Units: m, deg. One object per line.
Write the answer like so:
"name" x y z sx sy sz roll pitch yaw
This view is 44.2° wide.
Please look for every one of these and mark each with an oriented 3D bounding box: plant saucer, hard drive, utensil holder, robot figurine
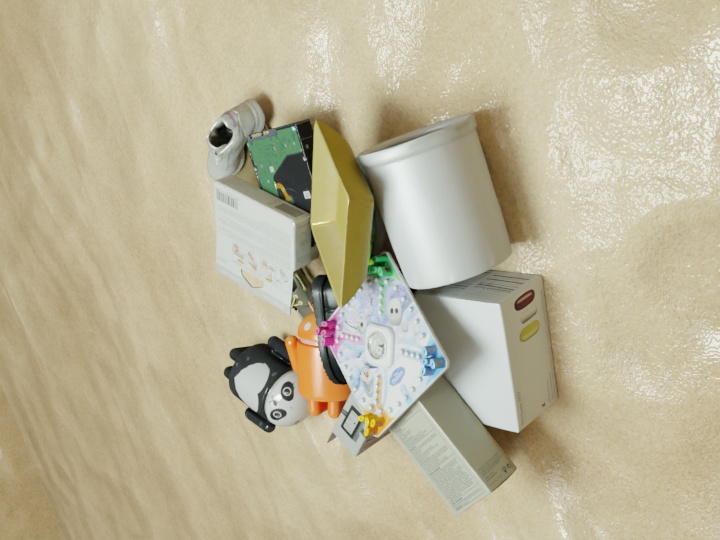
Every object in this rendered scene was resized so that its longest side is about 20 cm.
"plant saucer" -0.026 -0.084 1.265 0.200 0.048 0.200 -111 19 -46
"hard drive" -0.106 -0.135 1.432 0.140 0.038 0.201 -5 108 47
"utensil holder" 0.107 -0.095 1.233 0.170 0.170 0.201 -8 105 48
"robot figurine" -0.176 0.219 1.722 0.200 0.125 0.151 30 148 33
"robot figurine" -0.056 0.154 1.550 0.144 0.116 0.201 16 108 63

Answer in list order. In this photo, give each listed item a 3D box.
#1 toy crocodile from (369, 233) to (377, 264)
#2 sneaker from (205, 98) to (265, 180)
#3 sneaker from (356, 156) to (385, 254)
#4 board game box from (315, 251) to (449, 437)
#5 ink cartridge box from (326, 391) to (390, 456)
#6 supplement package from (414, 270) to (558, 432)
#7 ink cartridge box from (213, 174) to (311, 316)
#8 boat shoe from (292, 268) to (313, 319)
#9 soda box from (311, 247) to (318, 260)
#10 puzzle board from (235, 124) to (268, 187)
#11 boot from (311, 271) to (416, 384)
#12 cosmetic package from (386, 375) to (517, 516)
"toy crocodile" 0.000 0.000 1.442 0.067 0.062 0.200 13 142 9
"sneaker" -0.243 -0.223 1.554 0.075 0.100 0.200 51 140 10
"sneaker" -0.009 -0.094 1.416 0.074 0.082 0.200 28 131 35
"board game box" 0.023 0.109 1.284 0.200 0.026 0.200 -52 55 39
"ink cartridge box" 0.026 0.243 1.534 0.068 0.116 0.200 45 137 21
"supplement package" 0.186 0.112 1.303 0.156 0.111 0.201 7 115 44
"ink cartridge box" -0.166 -0.044 1.481 0.200 0.045 0.177 28 128 35
"boat shoe" -0.118 0.035 1.615 0.072 0.060 0.202 -28 90 49
"soda box" -0.096 -0.101 1.518 0.068 0.063 0.200 40 134 23
"puzzle board" -0.197 -0.182 1.617 0.200 0.017 0.151 -36 84 50
"boot" 0.018 0.096 1.401 0.168 0.076 0.201 1 112 27
"cosmetic package" 0.122 0.247 1.301 0.200 0.073 0.104 52 138 12
